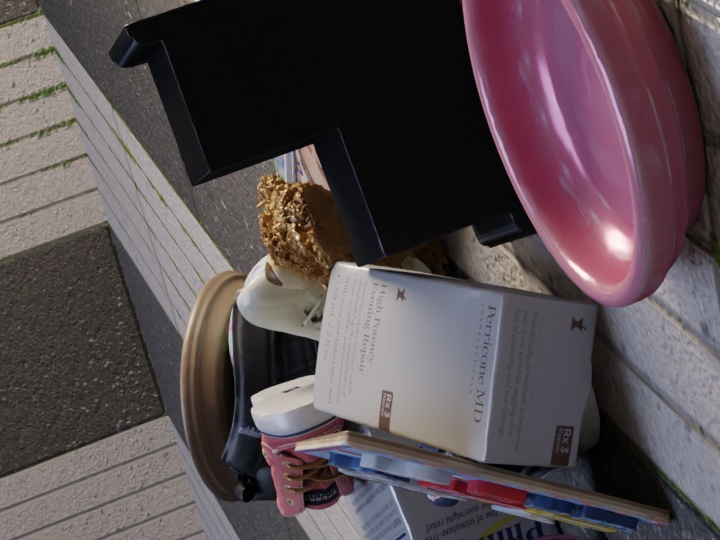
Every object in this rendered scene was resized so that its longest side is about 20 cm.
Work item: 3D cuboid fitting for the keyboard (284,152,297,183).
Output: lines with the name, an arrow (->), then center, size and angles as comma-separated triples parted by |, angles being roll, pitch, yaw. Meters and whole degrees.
keyboard -> -0.053, -0.106, 1.599 | 0.056, 0.011, 0.201 | -77, -14, -73

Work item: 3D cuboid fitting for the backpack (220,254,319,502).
backpack -> -0.042, 0.080, 1.725 | 0.127, 0.166, 0.201 | -87, -13, -77

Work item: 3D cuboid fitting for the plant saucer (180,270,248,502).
plant saucer -> -0.101, 0.100, 1.791 | 0.200, 0.029, 0.201 | -1, -90, -69

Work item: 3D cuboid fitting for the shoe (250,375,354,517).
shoe -> -0.034, 0.128, 1.485 | 0.200, 0.071, 0.091 | 173, 78, -83

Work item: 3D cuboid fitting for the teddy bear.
teddy bear -> 0.000, 0.000, 1.423 | 0.200, 0.067, 0.145 | 3, -123, -58

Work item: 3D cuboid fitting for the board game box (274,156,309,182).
board game box -> -0.050, -0.090, 1.797 | 0.200, 0.030, 0.096 | 88, 158, -50

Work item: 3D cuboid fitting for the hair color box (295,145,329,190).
hair color box -> -0.008, -0.117, 1.475 | 0.200, 0.060, 0.100 | 85, 161, -54

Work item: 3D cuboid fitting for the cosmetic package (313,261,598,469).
cosmetic package -> 0.053, 0.054, 1.262 | 0.200, 0.074, 0.102 | 8, 91, 60

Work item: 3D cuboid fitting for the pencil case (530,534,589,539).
pencil case -> 0.134, 0.258, 1.400 | 0.200, 0.086, 0.083 | 84, 173, -52

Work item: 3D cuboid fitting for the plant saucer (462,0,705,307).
plant saucer -> 0.112, -0.083, 1.017 | 0.201, 0.051, 0.201 | 159, 90, -79

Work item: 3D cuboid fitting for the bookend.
bookend -> -0.022, -0.080, 1.262 | 0.092, 0.198, 0.201 | 161, 88, -76

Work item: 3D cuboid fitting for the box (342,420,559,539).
box -> 0.059, 0.170, 1.536 | 0.184, 0.105, 0.200 | 120, 130, -74

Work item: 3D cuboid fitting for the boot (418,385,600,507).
boot -> 0.091, 0.106, 1.323 | 0.200, 0.090, 0.073 | 99, 149, -67

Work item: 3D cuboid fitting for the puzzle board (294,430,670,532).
puzzle board -> 0.069, 0.131, 1.252 | 0.151, 0.199, 0.017 | 150, 134, -75

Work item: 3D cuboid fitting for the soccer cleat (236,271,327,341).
soccer cleat -> -0.008, 0.029, 1.500 | 0.069, 0.200, 0.078 | -44, 63, 28
